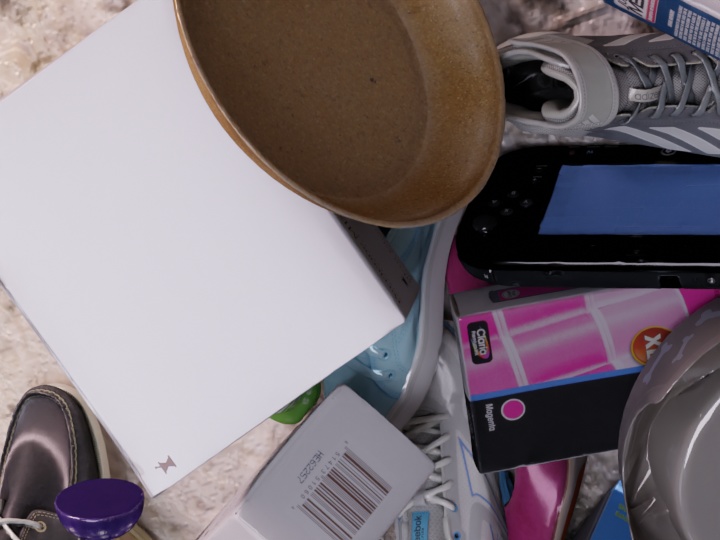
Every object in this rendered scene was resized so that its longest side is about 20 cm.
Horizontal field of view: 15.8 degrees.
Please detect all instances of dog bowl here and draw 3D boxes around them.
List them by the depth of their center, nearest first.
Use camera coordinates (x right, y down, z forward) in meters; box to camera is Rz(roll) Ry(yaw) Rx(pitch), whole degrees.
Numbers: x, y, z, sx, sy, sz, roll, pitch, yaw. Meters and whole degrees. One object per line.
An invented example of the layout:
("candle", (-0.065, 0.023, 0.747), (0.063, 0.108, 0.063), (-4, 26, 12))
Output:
("dog bowl", (0.223, 0.093, 1.333), (0.199, 0.059, 0.201), (-5, 115, -11))

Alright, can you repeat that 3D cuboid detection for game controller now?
("game controller", (0.150, -0.030, 1.326), (0.199, 0.105, 0.042), (1, 136, 19))

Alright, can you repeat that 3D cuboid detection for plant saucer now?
("plant saucer", (-0.017, -0.107, 1.234), (0.035, 0.200, 0.200), (-31, 100, 44))

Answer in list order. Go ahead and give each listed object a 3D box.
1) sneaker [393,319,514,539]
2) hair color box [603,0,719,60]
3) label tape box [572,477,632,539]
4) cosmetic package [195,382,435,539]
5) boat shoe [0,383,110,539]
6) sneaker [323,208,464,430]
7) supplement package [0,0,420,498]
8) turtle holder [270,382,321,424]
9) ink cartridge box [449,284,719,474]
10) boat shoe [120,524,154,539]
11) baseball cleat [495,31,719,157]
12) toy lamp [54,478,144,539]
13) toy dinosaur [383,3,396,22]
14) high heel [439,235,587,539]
("sneaker", (0.046, 0.120, 1.441), (0.075, 0.087, 0.201), (-11, 107, 26))
("hair color box", (0.226, -0.135, 1.248), (0.199, 0.061, 0.100), (29, 80, 9))
("label tape box", (0.166, 0.212, 1.442), (0.144, 0.063, 0.200), (30, 120, -1))
("cosmetic package", (-0.040, 0.143, 1.421), (0.074, 0.102, 0.200), (42, 154, -1))
("boat shoe", (-0.193, 0.164, 1.520), (0.072, 0.068, 0.201), (4, 82, 24))
("sneaker", (0.000, 0.000, 1.377), (0.074, 0.082, 0.201), (24, 111, 39))
("supplement package", (-0.090, -0.021, 1.280), (0.155, 0.111, 0.200), (-35, 94, 9))
("turtle holder", (-0.093, -0.007, 1.405), (0.185, 0.132, 0.141), (21, 99, 2))
("ink cartridge box", (0.150, 0.042, 1.352), (0.199, 0.037, 0.095), (-11, 115, -3))
("boat shoe", (-0.135, 0.238, 1.570), (0.072, 0.065, 0.201), (-14, 106, 25))
("baseball cleat", (0.150, -0.086, 1.299), (0.199, 0.106, 0.070), (-1, 98, 18))
("toy lamp", (-0.146, 0.221, 1.499), (0.058, 0.058, 0.201), (4, 113, 18))
("toy dinosaur", (-0.039, -0.151, 1.357), (0.135, 0.086, 0.201), (22, 122, 10))
("high heel", (0.078, 0.077, 1.422), (0.096, 0.067, 0.201), (11, 103, 11))
